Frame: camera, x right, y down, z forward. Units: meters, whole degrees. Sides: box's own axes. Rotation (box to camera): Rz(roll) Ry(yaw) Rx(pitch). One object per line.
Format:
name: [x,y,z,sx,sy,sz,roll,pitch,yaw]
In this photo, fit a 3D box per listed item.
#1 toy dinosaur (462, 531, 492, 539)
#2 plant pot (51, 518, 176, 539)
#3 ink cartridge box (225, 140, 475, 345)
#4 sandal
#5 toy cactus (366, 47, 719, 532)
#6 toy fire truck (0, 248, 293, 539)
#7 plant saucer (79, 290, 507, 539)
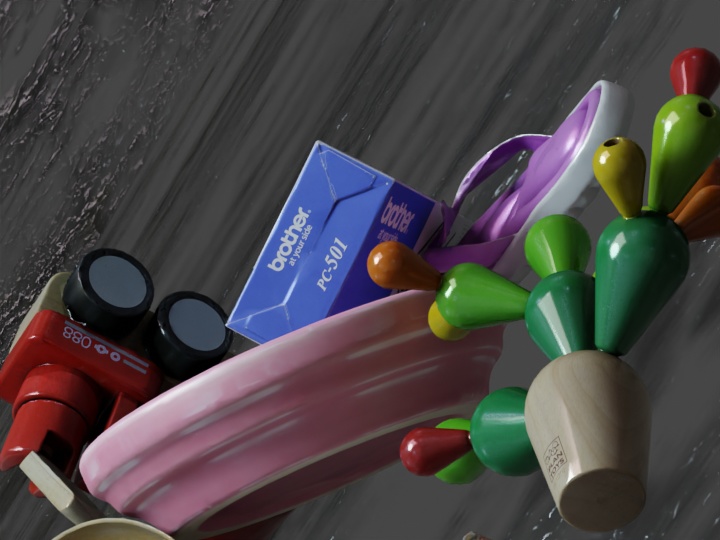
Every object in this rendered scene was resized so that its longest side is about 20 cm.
toy dinosaur: [0.037,0.160,0.731,0.200,0.086,0.136,-47,-28,-9]
plant pot: [-0.100,0.208,1.041,0.200,0.027,0.200,-9,78,45]
ink cartridge box: [0.000,0.000,1.162,0.094,0.044,0.200,-63,-14,1]
sandal: [0.064,-0.029,1.136,0.203,0.050,0.082,-52,13,45]
toy cactus: [0.075,0.023,0.887,0.200,0.102,0.165,-46,26,27]
toy fire truck: [-0.113,0.102,1.285,0.129,0.176,0.200,-50,16,43]
plant saucer: [-0.022,0.067,1.059,0.200,0.051,0.201,-24,-11,-5]
